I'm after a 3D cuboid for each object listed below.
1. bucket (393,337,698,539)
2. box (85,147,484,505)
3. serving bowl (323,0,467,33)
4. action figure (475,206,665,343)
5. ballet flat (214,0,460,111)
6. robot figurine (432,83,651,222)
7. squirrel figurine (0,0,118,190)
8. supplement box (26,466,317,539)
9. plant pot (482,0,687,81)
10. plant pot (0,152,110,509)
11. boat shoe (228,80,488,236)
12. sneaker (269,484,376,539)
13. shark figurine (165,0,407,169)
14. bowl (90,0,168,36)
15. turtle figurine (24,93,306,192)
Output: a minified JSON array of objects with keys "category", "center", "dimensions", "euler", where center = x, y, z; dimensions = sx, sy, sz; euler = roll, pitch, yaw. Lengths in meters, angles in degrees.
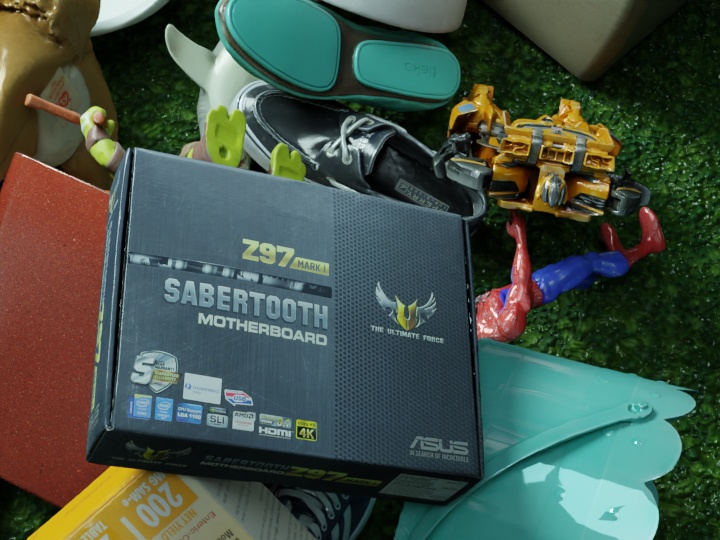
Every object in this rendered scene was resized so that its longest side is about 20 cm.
[{"category":"bucket","center":[0.106,0.145,0.773],"dimensions":[0.134,0.207,0.208],"euler":[18,66,15]},{"category":"box","center":[-0.036,0.031,0.672],"dimensions":[0.199,0.051,0.159],"euler":[12,58,-20]},{"category":"serving bowl","center":[-0.004,-0.251,0.960],"dimensions":[0.199,0.066,0.200],"euler":[20,24,-9]},{"category":"action figure","center":[0.111,-0.012,0.871],"dimensions":[0.200,0.065,0.099],"euler":[-30,91,-36]},{"category":"ballet flat","center":[-0.024,-0.149,0.919],"dimensions":[0.199,0.070,0.068],"euler":[9,84,-31]},{"category":"robot figurine","center":[0.119,-0.083,0.882],"dimensions":[0.144,0.200,0.059],"euler":[9,105,-3]},{"category":"squirrel figurine","center":[-0.284,-0.152,0.929],"dimensions":[0.186,0.141,0.201],"euler":[12,100,26]},{"category":"supplement box","center":[-0.077,0.192,0.701],"dimensions":[0.126,0.074,0.200],"euler":[-41,101,9]},{"category":"plant pot","center":[0.182,-0.267,0.967],"dimensions":[0.200,0.177,0.200],"euler":[-41,72,-21]},{"category":"plant pot","center":[-0.144,0.067,0.817],"dimensions":[0.199,0.200,0.177],"euler":[24,80,11]},{"category":"boat shoe","center":[0.000,-0.081,0.919],"dimensions":[0.199,0.068,0.072],"euler":[32,72,-2]},{"category":"sneaker","center":[-0.044,0.158,0.810],"dimensions":[0.070,0.109,0.201],"euler":[27,69,13]},{"category":"shark figurine","center":[-0.071,-0.174,0.987],"dimensions":[0.215,0.089,0.128],"euler":[-47,107,-11]},{"category":"bowl","center":[-0.203,-0.269,1.004],"dimensions":[0.200,0.090,0.202],"euler":[-1,84,10]},{"category":"turtle figurine","center":[-0.123,-0.057,0.848],"dimensions":[0.200,0.161,0.065],"euler":[44,54,-24]}]
